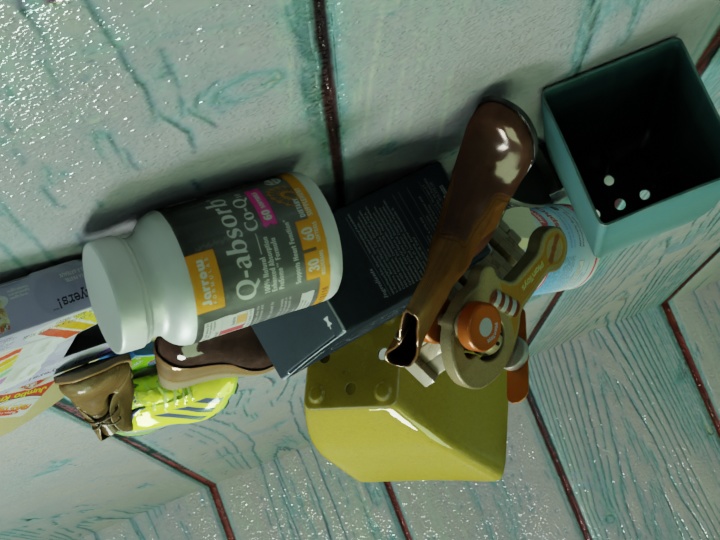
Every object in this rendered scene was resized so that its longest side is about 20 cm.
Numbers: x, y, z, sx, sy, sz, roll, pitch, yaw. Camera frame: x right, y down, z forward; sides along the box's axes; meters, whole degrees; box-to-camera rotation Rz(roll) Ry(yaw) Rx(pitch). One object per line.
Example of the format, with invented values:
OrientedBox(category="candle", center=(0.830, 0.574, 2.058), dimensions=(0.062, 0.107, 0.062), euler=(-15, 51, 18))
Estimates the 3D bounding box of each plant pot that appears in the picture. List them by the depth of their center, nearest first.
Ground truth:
OrientedBox(category="plant pot", center=(0.258, -0.098, 1.402), dimensions=(0.140, 0.143, 0.200), euler=(-21, 163, -3))
OrientedBox(category="plant pot", center=(0.037, 0.118, 1.612), dimensions=(0.194, 0.196, 0.200), euler=(-5, 160, 30))

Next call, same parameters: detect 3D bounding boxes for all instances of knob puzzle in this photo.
OrientedBox(category="knob puzzle", center=(-0.376, 0.121, 1.479), dimensions=(0.218, 0.031, 0.220), euler=(-30, 158, -13))

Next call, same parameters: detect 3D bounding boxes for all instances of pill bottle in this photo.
OrientedBox(category="pill bottle", center=(-0.124, -0.004, 1.224), dimensions=(0.198, 0.117, 0.116), euler=(-18, 168, -23))
OrientedBox(category="pill bottle", center=(0.203, -0.024, 1.774), dimensions=(0.108, 0.110, 0.199), euler=(-30, 166, 35))

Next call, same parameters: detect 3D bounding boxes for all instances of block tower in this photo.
OrientedBox(category="block tower", center=(0.107, 0.030, 1.513), dimensions=(0.058, 0.054, 0.200), euler=(-41, -171, 50))

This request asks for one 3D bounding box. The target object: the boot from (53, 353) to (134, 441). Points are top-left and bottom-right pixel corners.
OrientedBox(category="boot", center=(-0.256, 0.128, 1.462), dimensions=(0.073, 0.076, 0.200), euler=(-13, 172, -1))

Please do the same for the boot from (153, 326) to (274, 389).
OrientedBox(category="boot", center=(-0.118, 0.039, 1.496), dimensions=(0.199, 0.072, 0.167), euler=(-23, 149, -33))

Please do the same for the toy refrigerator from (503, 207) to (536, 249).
OrientedBox(category="toy refrigerator", center=(0.099, -0.026, 1.676), dimensions=(0.199, 0.071, 0.076), euler=(-31, 159, 34))

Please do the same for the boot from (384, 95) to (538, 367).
OrientedBox(category="boot", center=(0.078, -0.035, 1.285), dimensions=(0.201, 0.068, 0.189), euler=(-56, 174, -33))

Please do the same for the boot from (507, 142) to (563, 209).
OrientedBox(category="boot", center=(0.113, -0.064, 1.498), dimensions=(0.173, 0.070, 0.200), euler=(-27, 175, 24))

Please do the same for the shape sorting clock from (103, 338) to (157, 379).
OrientedBox(category="shape sorting clock", center=(-0.231, 0.093, 1.623), dimensions=(0.198, 0.040, 0.200), euler=(-12, 166, -3))

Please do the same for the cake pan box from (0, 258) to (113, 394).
OrientedBox(category="cake pan box", center=(-0.283, 0.050, 1.313), dimensions=(0.199, 0.053, 0.184), euler=(-20, 168, -32))

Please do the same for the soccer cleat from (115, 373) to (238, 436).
OrientedBox(category="soccer cleat", center=(-0.215, 0.138, 1.603), dimensions=(0.199, 0.065, 0.083), euler=(-24, 155, 36))

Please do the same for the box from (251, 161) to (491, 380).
OrientedBox(category="box", center=(0.000, 0.000, 1.421), dimensions=(0.199, 0.108, 0.148), euler=(-28, 174, -35))

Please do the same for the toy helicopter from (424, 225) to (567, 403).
OrientedBox(category="toy helicopter", center=(0.150, 0.037, 1.443), dimensions=(0.078, 0.133, 0.200), euler=(6, -134, 48))
